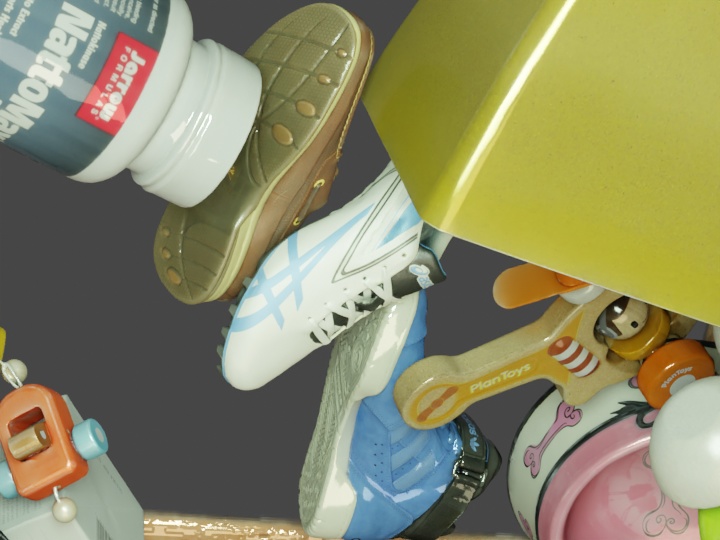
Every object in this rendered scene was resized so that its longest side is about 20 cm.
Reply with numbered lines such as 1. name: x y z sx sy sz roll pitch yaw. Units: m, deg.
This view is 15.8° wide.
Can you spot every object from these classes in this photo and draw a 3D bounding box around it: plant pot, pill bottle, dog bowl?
1. plant pot: 0.137 -0.110 1.402 0.199 0.200 0.177 18 110 -18
2. pill bottle: -0.159 -0.117 1.396 0.199 0.120 0.120 27 118 -23
3. dog bowl: 0.196 0.144 1.651 0.199 0.074 0.201 -4 126 -5

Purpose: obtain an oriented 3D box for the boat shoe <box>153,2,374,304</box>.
1. boat shoe: -0.047 -0.067 1.484 0.067 0.072 0.201 0 129 -49

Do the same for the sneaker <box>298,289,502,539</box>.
1. sneaker: 0.037 0.084 1.589 0.111 0.077 0.201 6 119 -16

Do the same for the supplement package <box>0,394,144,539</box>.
1. supplement package: -0.245 0.184 1.604 0.199 0.110 0.114 -23 124 10

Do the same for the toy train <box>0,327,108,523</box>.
1. toy train: -0.255 0.097 1.522 0.199 0.151 0.056 -23 160 14

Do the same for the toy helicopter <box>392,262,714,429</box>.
1. toy helicopter: 0.112 0.039 1.521 0.199 0.079 0.133 -22 142 -10

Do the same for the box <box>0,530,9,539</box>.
1. box: -0.318 0.174 1.464 0.200 0.050 0.199 -41 101 15

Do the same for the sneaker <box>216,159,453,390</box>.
1. sneaker: 0.000 0.000 1.488 0.200 0.072 0.072 -42 150 -4

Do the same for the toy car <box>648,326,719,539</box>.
1. toy car: 0.276 0.100 1.502 0.150 0.200 0.175 8 148 43
